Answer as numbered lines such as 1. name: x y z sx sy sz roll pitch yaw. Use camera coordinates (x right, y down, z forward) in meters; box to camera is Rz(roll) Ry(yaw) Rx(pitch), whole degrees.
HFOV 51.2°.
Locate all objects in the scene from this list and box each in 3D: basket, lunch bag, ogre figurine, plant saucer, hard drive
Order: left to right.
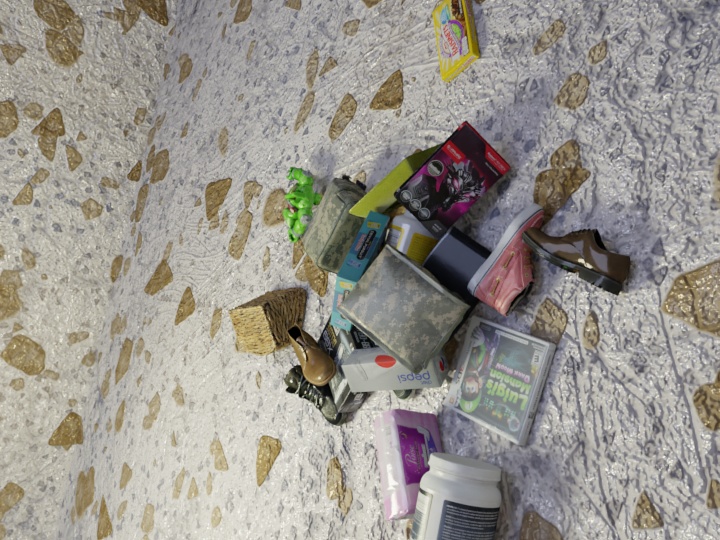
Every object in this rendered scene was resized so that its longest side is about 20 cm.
1. basket: -0.228 0.136 1.985 0.200 0.149 0.143 -10 102 52
2. ogre figurine: -0.160 -0.182 1.986 0.120 0.098 0.200 -15 54 63
3. lunch bag: -0.047 -0.109 1.762 0.200 0.139 0.168 -61 38 16
4. plant saucer: 0.097 -0.183 1.589 0.200 0.200 0.048 -40 84 39
5. lunch bag: 0.088 0.076 1.397 0.200 0.118 0.164 41 96 27
6. hard drive: 0.167 0.028 1.455 0.135 0.042 0.200 38 106 26

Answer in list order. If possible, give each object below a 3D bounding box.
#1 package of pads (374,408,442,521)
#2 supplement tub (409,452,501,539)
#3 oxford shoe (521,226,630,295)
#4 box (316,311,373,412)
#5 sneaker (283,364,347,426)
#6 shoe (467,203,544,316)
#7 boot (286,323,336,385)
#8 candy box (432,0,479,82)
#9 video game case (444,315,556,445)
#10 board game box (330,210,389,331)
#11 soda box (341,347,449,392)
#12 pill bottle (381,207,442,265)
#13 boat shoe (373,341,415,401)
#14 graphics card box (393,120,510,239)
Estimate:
1. package of pads: 0.096 0.365 1.401 0.076 0.120 0.200 -36 50 41
2. supplement tub: 0.160 0.423 1.273 0.140 0.140 0.200 4 81 54
3. oxford shoe: 0.357 -0.036 1.240 0.200 0.073 0.085 31 100 38
4. box: -0.029 0.189 1.675 0.158 0.050 0.200 -63 35 38
5. sneaker: -0.109 0.284 1.722 0.076 0.114 0.199 -62 39 20
6. shoe: 0.286 -0.017 1.342 0.091 0.071 0.200 38 95 25
7. boot: -0.118 0.188 1.691 0.074 0.075 0.200 -38 34 -5
8. candy box: 0.210 -0.526 1.670 0.102 0.026 0.200 -35 50 46
9. video game case: 0.245 0.191 1.348 0.200 0.023 0.182 20 93 55
10. board game box: 0.000 0.000 1.535 0.151 0.047 0.200 99 -167 -48
11. soda box: 0.068 0.191 1.475 0.200 0.063 0.068 -8 113 29
12. pill bottle: 0.105 -0.048 1.555 0.111 0.111 0.200 27 99 54
13. boat shoe: 0.059 0.183 1.571 0.073 0.062 0.200 -46 44 33
14. graphics card box: 0.175 -0.174 1.453 0.200 0.125 0.051 -44 10 13
